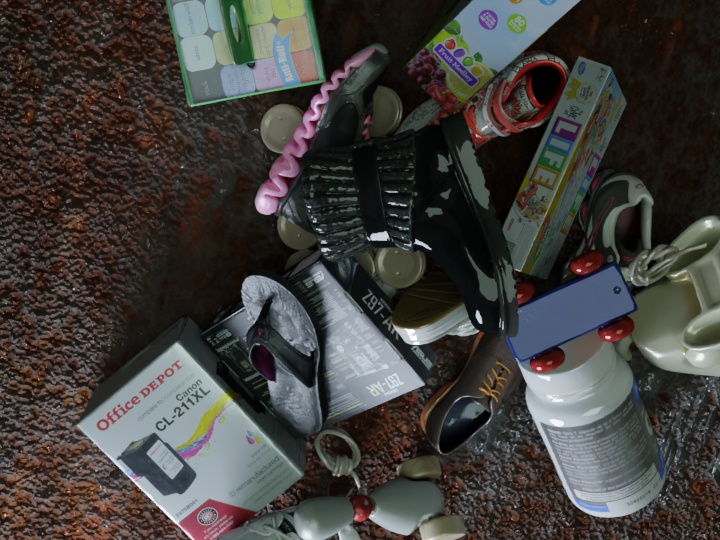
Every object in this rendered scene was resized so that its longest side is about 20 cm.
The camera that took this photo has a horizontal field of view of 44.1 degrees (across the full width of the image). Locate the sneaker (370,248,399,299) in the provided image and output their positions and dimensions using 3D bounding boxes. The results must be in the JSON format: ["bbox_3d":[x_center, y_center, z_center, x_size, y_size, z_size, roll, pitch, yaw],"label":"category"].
[{"bbox_3d":[0.000,0.000,0.921,0.088,0.075,0.201,18,100,-3],"label":"sneaker"}]

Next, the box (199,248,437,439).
[{"bbox_3d":[-0.046,0.077,0.901,0.200,0.044,0.160,-31,106,39],"label":"box"}]

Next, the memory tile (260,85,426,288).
[{"bbox_3d":[-0.017,-0.076,0.886,0.153,0.017,0.201,-8,91,20],"label":"memory tile"}]

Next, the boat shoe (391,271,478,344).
[{"bbox_3d":[0.102,0.035,0.887,0.071,0.200,0.070,9,118,35],"label":"boat shoe"}]

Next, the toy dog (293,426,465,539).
[{"bbox_3d":[0.013,0.262,0.967,0.199,0.132,0.096,19,139,-19],"label":"toy dog"}]

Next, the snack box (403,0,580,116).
[{"bbox_3d":[0.142,-0.251,0.778,0.068,0.169,0.200,42,128,-13],"label":"snack box"}]

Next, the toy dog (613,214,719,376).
[{"bbox_3d":[0.382,0.072,0.912,0.200,0.140,0.194,24,125,-31],"label":"toy dog"}]

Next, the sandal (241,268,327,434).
[{"bbox_3d":[-0.073,0.090,0.862,0.075,0.048,0.201,5,126,25],"label":"sandal"}]

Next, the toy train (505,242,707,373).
[{"bbox_3d":[0.227,0.020,0.864,0.199,0.116,0.085,-25,91,3],"label":"toy train"}]

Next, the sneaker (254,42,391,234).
[{"bbox_3d":[-0.016,-0.116,0.836,0.095,0.079,0.200,34,116,0],"label":"sneaker"}]

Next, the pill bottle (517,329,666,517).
[{"bbox_3d":[0.241,0.151,0.936,0.113,0.114,0.200,-26,117,3],"label":"pill bottle"}]

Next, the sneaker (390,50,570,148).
[{"bbox_3d":[0.111,-0.150,0.871,0.201,0.108,0.067,-32,104,5],"label":"sneaker"}]

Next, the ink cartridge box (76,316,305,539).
[{"bbox_3d":[-0.177,0.174,0.950,0.146,0.083,0.200,-39,104,8],"label":"ink cartridge box"}]

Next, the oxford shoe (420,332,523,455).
[{"bbox_3d":[0.144,0.119,0.960,0.071,0.073,0.200,33,100,-11],"label":"oxford shoe"}]

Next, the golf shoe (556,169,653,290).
[{"bbox_3d":[0.257,-0.003,0.930,0.077,0.088,0.201,3,106,-7],"label":"golf shoe"}]

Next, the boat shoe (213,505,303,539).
[{"bbox_3d":[-0.093,0.283,0.934,0.074,0.200,0.065,46,107,15],"label":"boat shoe"}]

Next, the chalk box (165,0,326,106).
[{"bbox_3d":[-0.100,-0.220,0.791,0.123,0.200,0.125,-10,106,-2],"label":"chalk box"}]

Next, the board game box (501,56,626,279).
[{"bbox_3d":[0.196,-0.092,0.869,0.034,0.134,0.201,25,96,21],"label":"board game box"}]

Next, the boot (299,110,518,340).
[{"bbox_3d":[0.044,-0.024,0.786,0.157,0.079,0.212,-17,89,6],"label":"boot"}]
